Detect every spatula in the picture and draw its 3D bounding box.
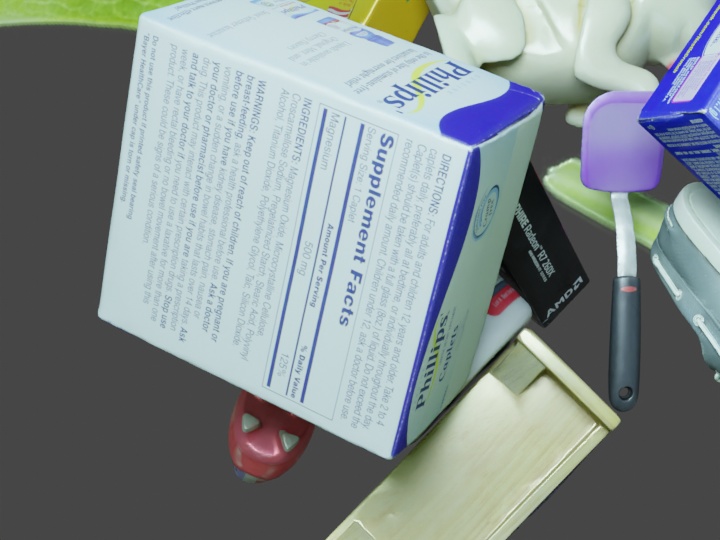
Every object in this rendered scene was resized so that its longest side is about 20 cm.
[{"bbox_3d":[0.166,-0.012,0.924,0.056,0.021,0.202,1,88,-8],"label":"spatula"}]

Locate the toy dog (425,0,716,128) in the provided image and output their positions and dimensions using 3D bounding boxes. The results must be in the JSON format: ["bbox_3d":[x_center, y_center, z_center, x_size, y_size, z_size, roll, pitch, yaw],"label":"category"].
[{"bbox_3d":[0.149,-0.171,0.993,0.198,0.140,0.195,-15,64,3],"label":"toy dog"}]

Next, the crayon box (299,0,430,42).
[{"bbox_3d":[0.010,-0.234,1.070,0.127,0.051,0.201,26,86,48],"label":"crayon box"}]

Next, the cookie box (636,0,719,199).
[{"bbox_3d":[0.289,-0.092,0.848,0.172,0.200,0.075,-54,18,-9],"label":"cookie box"}]

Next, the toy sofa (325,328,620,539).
[{"bbox_3d":[0.066,0.135,0.913,0.083,0.098,0.200,44,87,9],"label":"toy sofa"}]

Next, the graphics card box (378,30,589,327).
[{"bbox_3d":[0.067,-0.053,0.924,0.051,0.200,0.125,-45,55,-6],"label":"graphics card box"}]

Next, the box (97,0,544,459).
[{"bbox_3d":[-0.026,-0.033,0.795,0.199,0.105,0.185,24,119,20],"label":"box"}]

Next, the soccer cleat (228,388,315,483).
[{"bbox_3d":[-0.036,0.054,1.003,0.066,0.077,0.201,27,60,-3],"label":"soccer cleat"}]

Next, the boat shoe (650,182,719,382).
[{"bbox_3d":[0.242,0.040,0.897,0.062,0.072,0.201,-55,52,44],"label":"boat shoe"}]

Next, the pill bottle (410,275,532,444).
[{"bbox_3d":[0.000,0.000,0.928,0.120,0.120,0.200,-45,82,-3],"label":"pill bottle"}]
